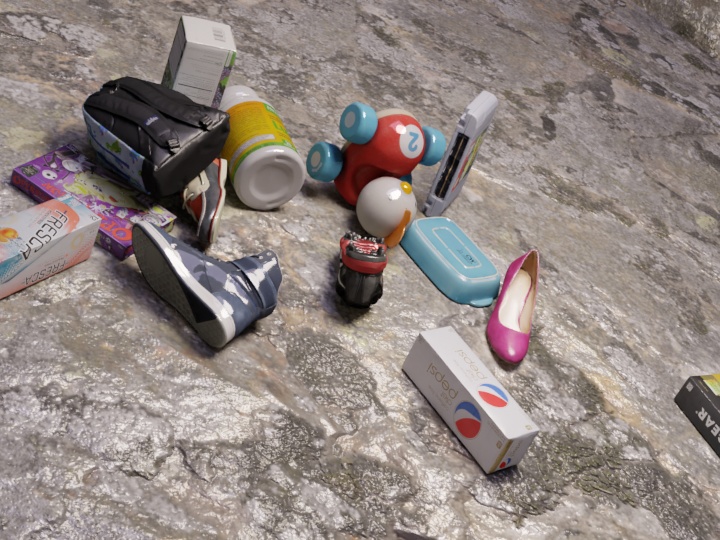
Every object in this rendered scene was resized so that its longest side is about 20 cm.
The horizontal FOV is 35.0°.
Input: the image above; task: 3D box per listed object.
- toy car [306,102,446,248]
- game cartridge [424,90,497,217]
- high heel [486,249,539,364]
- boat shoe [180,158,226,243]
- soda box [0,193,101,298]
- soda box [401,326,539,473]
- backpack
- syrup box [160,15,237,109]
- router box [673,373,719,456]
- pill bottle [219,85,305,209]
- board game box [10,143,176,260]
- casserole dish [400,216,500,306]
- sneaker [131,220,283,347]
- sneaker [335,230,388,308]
[{"bbox_3d":[0.045,-0.129,1.774,0.183,0.177,0.201,12,46,-40],"label":"toy car"},{"bbox_3d":[0.169,-0.194,1.899,0.041,0.201,0.133,26,33,6],"label":"game cartridge"},{"bbox_3d":[0.239,0.053,1.699,0.067,0.096,0.201,25,33,-1],"label":"high heel"},{"bbox_3d":[-0.226,-0.106,1.631,0.062,0.072,0.201,13,33,-14],"label":"boat shoe"},{"bbox_3d":[-0.411,-0.027,1.398,0.063,0.069,0.200,35,33,14],"label":"soda box"},{"bbox_3d":[0.142,0.167,1.502,0.063,0.068,0.200,-8,46,-40],"label":"soda box"},{"bbox_3d":[-0.306,-0.195,1.622,0.199,0.154,0.163,36,57,15],"label":"backpack"},{"bbox_3d":[-0.255,-0.271,1.720,0.081,0.201,0.079,8,37,-22],"label":"syrup box"},{"bbox_3d":[0.592,0.242,1.715,0.156,0.053,0.201,0,41,-34],"label":"router box"},{"bbox_3d":[-0.166,-0.197,1.759,0.110,0.112,0.201,4,39,-30],"label":"pill bottle"},{"bbox_3d":[-0.365,-0.097,1.568,0.199,0.032,0.120,33,38,11],"label":"board game box"},{"bbox_3d":[0.144,-0.023,1.795,0.120,0.039,0.200,-8,47,-40],"label":"casserole dish"},{"bbox_3d":[-0.194,-0.005,1.494,0.202,0.077,0.146,47,49,13],"label":"sneaker"},{"bbox_3d":[0.000,0.000,1.640,0.070,0.099,0.201,9,11,-3],"label":"sneaker"}]
